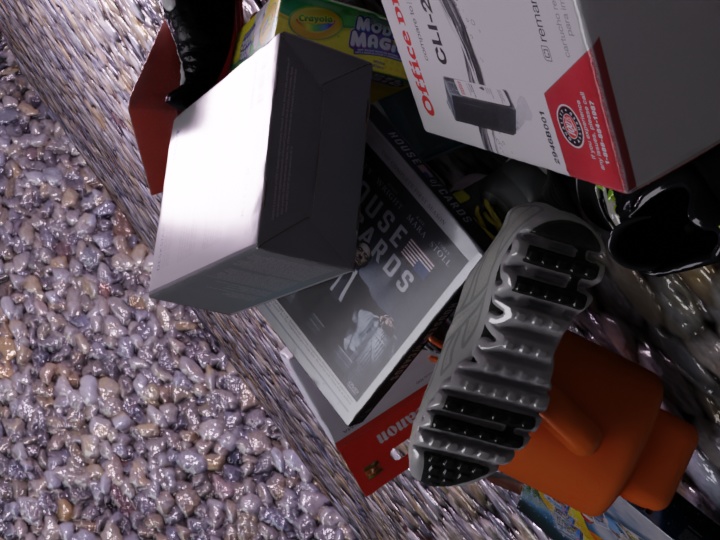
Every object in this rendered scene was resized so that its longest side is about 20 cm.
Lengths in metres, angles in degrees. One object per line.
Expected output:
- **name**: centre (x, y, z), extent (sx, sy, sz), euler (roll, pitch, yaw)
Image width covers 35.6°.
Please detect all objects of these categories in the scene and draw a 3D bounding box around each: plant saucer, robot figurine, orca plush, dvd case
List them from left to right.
- **orca plush**: centre (-0.138, -0.231, 0.905), extent (0.071, 0.105, 0.201), euler (-23, 60, 61)
- **plant saucer**: centre (-0.150, -0.186, 1.030), extent (0.037, 0.200, 0.200), euler (19, 161, 1)
- **dvd case**: centre (0.000, 0.000, 0.838), extent (0.150, 0.025, 0.200), euler (51, 129, 20)
- **plant saucer**: centre (0.063, -0.125, 0.850), extent (0.070, 0.019, 0.200), euler (59, 165, -7)
- **robot figurine**: centre (0.138, 0.100, 0.811), extent (0.200, 0.144, 0.117), euler (26, 122, 10)

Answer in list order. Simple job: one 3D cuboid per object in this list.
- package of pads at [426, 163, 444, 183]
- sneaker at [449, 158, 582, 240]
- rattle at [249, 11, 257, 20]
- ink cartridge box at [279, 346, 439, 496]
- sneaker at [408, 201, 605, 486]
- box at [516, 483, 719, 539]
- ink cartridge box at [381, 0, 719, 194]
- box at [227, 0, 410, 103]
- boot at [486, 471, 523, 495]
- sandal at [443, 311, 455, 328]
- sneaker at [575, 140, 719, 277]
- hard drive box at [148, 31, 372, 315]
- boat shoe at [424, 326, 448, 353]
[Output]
- **package of pads**: centre (-0.036, -0.080, 0.992), extent (0.200, 0.154, 0.068), euler (47, 155, 33)
- **sneaker**: centre (0.092, -0.030, 0.820), extent (0.075, 0.085, 0.200), euler (57, 165, -4)
- **rattle**: centre (-0.104, -0.138, 1.135), extent (0.200, 0.143, 0.130), euler (55, -179, -15)
- **ink cartridge box**: centre (0.031, 0.128, 1.202), extent (0.200, 0.162, 0.057), euler (60, 170, -14)
- **sneaker**: centre (0.086, 0.048, 0.720), extent (0.075, 0.200, 0.081), euler (21, -166, -20)
- **box**: centre (0.222, 0.216, 0.910), extent (0.200, 0.038, 0.137), euler (39, 150, 25)
- **ink cartridge box**: centre (0.091, -0.138, 0.585), extent (0.200, 0.084, 0.145), euler (32, 147, 60)
- **box**: centre (-0.026, -0.167, 0.862), extent (0.200, 0.117, 0.049), euler (174, 108, -73)
- **boot**: centre (0.215, 0.248, 1.084), extent (0.200, 0.068, 0.188), euler (53, 153, -8)
- **sandal**: centre (0.099, 0.047, 1.032), extent (0.075, 0.048, 0.201), euler (30, 150, 61)
- **sneaker**: centre (0.155, -0.038, 0.601), extent (0.072, 0.083, 0.200), euler (60, 165, -10)
- **hard drive box**: centre (-0.079, -0.062, 0.829), extent (0.200, 0.077, 0.156), euler (-18, 62, 57)
- **boat shoe**: centre (0.051, 0.014, 1.077), extent (0.068, 0.072, 0.200), euler (24, 150, 31)
